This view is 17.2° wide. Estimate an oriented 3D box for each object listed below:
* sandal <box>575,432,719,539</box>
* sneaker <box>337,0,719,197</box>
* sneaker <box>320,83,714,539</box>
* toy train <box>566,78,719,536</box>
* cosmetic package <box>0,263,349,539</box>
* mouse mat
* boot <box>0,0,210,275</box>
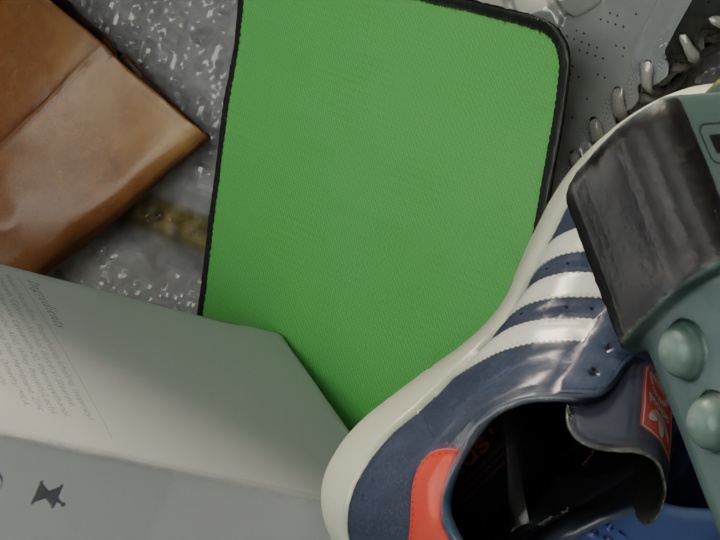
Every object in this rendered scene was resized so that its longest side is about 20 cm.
[{"bbox_3d":[0.099,0.065,0.788,0.200,0.087,0.080,-25,81,20],"label":"sandal"},{"bbox_3d":[0.096,-0.055,0.809,0.200,0.075,0.116,-21,85,29],"label":"sneaker"},{"bbox_3d":[0.080,0.028,0.733,0.200,0.075,0.084,-50,34,-10],"label":"sneaker"},{"bbox_3d":[0.135,0.033,0.670,0.085,0.114,0.200,-48,54,53],"label":"toy train"},{"bbox_3d":[-0.127,0.111,0.780,0.200,0.200,0.123,-61,39,19],"label":"cosmetic package"},{"bbox_3d":[0.000,0.000,0.821,0.161,0.008,0.200,20,106,43],"label":"mouse mat"},{"bbox_3d":[-0.129,0.015,0.902,0.200,0.068,0.188,-44,66,6],"label":"boot"}]
